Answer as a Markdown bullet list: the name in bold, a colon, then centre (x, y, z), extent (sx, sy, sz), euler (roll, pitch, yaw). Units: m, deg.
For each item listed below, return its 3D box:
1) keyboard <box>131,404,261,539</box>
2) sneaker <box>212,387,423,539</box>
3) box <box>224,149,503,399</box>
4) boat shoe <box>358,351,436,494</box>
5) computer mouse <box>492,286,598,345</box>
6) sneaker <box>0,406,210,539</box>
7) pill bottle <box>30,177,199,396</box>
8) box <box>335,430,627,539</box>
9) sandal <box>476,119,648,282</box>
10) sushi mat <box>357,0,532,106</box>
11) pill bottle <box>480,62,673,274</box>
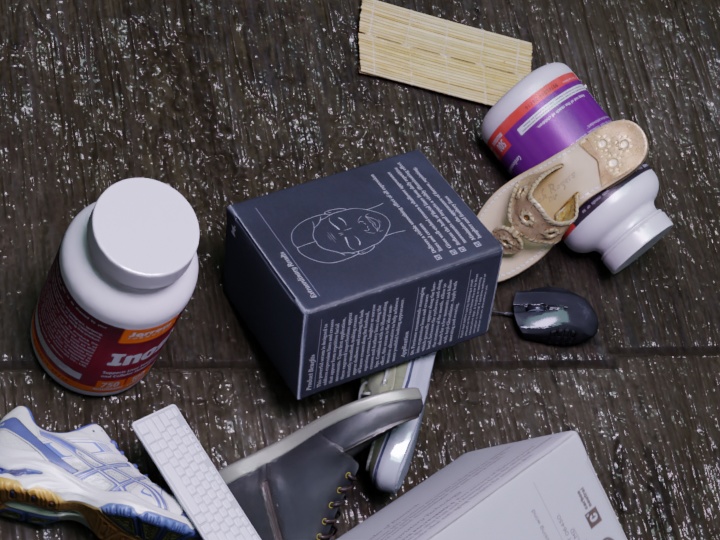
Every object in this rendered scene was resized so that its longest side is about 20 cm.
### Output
- **keyboard**: centre (-0.113, 0.198, 1.286), extent (0.201, 0.011, 0.056), euler (56, 28, 8)
- **sneaker**: centre (-0.022, 0.179, 1.342), extent (0.198, 0.075, 0.107), euler (-27, 81, 0)
- **box**: centre (0.000, 0.000, 1.412), extent (0.198, 0.108, 0.149), euler (-17, 48, -24)
- **boat shoe**: centre (0.029, 0.108, 1.436), extent (0.061, 0.072, 0.201), euler (13, 49, 4)
- **computer mouse**: centre (0.140, 0.034, 1.535), extent (0.197, 0.034, 0.059), euler (7, 61, -19)
- **sneaker**: centre (-0.203, 0.166, 1.292), extent (0.198, 0.075, 0.089), euler (21, 53, -15)
- **pill bottle**: centre (-0.196, 0.013, 1.301), extent (0.111, 0.200, 0.114), euler (10, 59, -17)
- **box**: centre (0.103, 0.267, 1.281), extent (0.199, 0.171, 0.201), euler (-29, 94, -33)
- **sandal**: centre (0.176, -0.070, 1.507), extent (0.211, 0.070, 0.078), euler (-38, 80, 11)
- **sushi mat**: centre (0.089, -0.220, 1.665), extent (0.197, 0.012, 0.097), euler (13, 61, -16)
- **pill bottle**: centre (0.216, -0.098, 1.592), extent (0.112, 0.113, 0.201), euler (-31, 77, -33)
